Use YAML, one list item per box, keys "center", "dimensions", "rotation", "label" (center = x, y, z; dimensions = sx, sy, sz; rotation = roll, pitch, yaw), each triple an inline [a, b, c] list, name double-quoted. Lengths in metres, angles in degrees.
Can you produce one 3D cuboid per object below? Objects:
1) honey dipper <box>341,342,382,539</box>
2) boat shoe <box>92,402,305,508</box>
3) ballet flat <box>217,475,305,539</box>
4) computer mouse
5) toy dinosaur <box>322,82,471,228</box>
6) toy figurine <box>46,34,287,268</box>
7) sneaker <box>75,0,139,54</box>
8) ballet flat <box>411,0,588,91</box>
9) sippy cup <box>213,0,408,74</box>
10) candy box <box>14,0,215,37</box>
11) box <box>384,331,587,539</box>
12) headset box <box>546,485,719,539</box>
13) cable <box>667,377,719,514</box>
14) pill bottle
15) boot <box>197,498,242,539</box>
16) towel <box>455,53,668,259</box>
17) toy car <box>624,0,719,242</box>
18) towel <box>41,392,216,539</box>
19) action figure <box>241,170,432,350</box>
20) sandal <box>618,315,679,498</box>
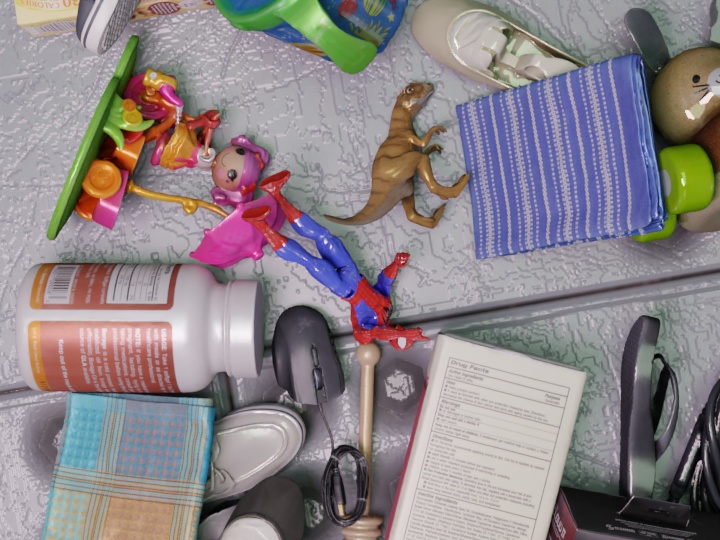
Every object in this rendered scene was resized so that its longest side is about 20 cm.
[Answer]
- center: [0.003, 0.163, 1.148]
  dimensions: [0.038, 0.038, 0.201]
  rotation: [1, 87, 2]
  label: "honey dipper"
- center: [-0.142, 0.175, 1.132]
  dimensions: [0.200, 0.070, 0.071]
  rotation: [-19, 97, 2]
  label: "boat shoe"
- center: [-0.105, 0.265, 1.075]
  dimensions: [0.068, 0.068, 0.200]
  rotation: [27, 89, 9]
  label: "ballet flat"
- center: [-0.032, 0.122, 1.124]
  dimensions: [0.059, 0.034, 0.200]
  rotation: [-12, 72, -18]
  label: "computer mouse"
- center: [0.031, -0.077, 1.123]
  dimensions: [0.106, 0.060, 0.200]
  rotation: [31, 51, -12]
  label: "toy dinosaur"
- center: [-0.150, -0.085, 1.133]
  dimensions: [0.184, 0.150, 0.200]
  rotation: [22, 65, -11]
  label: "toy figurine"
- center: [-0.208, -0.281, 1.090]
  dimensions: [0.079, 0.078, 0.200]
  rotation: [22, 78, -3]
  label: "sneaker"
- center: [0.136, -0.187, 1.136]
  dimensions: [0.200, 0.069, 0.070]
  rotation: [28, 90, 3]
  label: "ballet flat"
- center: [-0.034, -0.242, 1.101]
  dimensions: [0.139, 0.130, 0.178]
  rotation: [-7, 65, 43]
  label: "sippy cup"
- center: [-0.210, -0.284, 1.155]
  dimensions: [0.200, 0.055, 0.116]
  rotation: [-9, 88, 1]
  label: "candy box"
- center: [0.103, 0.163, 1.108]
  dimensions: [0.128, 0.109, 0.200]
  rotation: [15, 89, 2]
  label: "box"
- center: [0.219, 0.275, 1.078]
  dimensions: [0.148, 0.075, 0.200]
  rotation: [12, 108, -8]
  label: "headset box"
- center: [0.367, 0.161, 1.127]
  dimensions: [0.163, 0.051, 0.200]
  rotation: [22, 89, 2]
  label: "cable"
- center: [-0.186, 0.050, 1.119]
  dimensions: [0.199, 0.112, 0.112]
  rotation: [1, 89, 2]
  label: "pill bottle"
- center: [-0.075, 0.294, 1.139]
  dimensions: [0.165, 0.066, 0.200]
  rotation: [-20, 83, -1]
  label: "boot"
- center: [0.163, -0.091, 1.090]
  dimensions: [0.200, 0.024, 0.145]
  rotation: [-11, 86, 46]
  label: "towel"
- center: [0.301, -0.142, 1.097]
  dimensions: [0.164, 0.158, 0.200]
  rotation: [-9, 76, -10]
  label: "toy car"
- center: [-0.200, 0.200, 1.091]
  dimensions: [0.146, 0.022, 0.200]
  rotation: [2, 73, 20]
  label: "towel"
- center: [0.000, 0.000, 1.098]
  dimensions: [0.200, 0.099, 0.065]
  rotation: [49, 51, -30]
  label: "action figure"
- center: [0.250, 0.136, 1.125]
  dimensions: [0.043, 0.076, 0.201]
  rotation: [1, 99, 3]
  label: "sandal"
